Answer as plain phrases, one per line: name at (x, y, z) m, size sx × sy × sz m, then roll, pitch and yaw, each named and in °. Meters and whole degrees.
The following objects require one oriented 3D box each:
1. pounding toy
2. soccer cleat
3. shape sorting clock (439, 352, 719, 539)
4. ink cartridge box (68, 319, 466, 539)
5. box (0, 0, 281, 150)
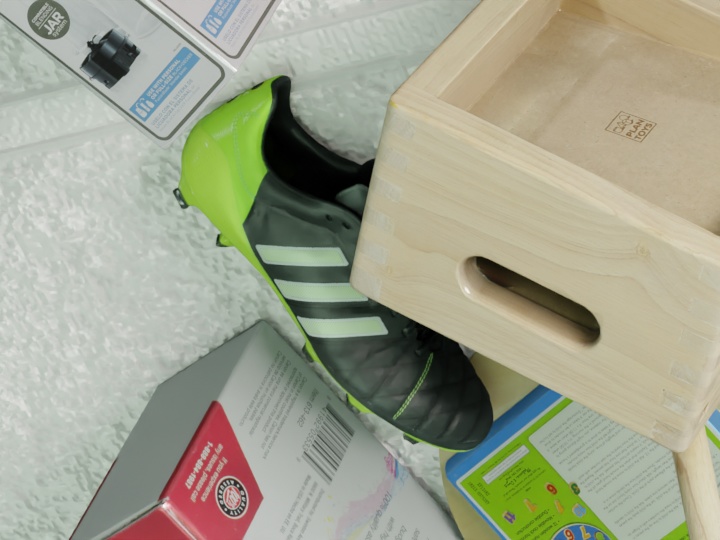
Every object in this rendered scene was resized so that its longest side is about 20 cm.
pounding toy at (0.113, -0.005, 1.147) m, size 0.199 × 0.184 × 0.143 m, roll 27°, pitch 134°, yaw 15°
soccer cleat at (0.000, 0.000, 1.289) m, size 0.081 × 0.068 × 0.200 m, roll -37°, pitch 100°, yaw 33°
shape sorting clock at (0.131, 0.102, 1.332) m, size 0.199 × 0.039 × 0.201 m, roll 13°, pitch 120°, yaw 23°
ink cartridge box at (-0.030, 0.150, 1.355) m, size 0.083 × 0.146 × 0.200 m, roll -32°, pitch 109°, yaw 35°
box at (-0.125, -0.159, 1.192) m, size 0.200 × 0.117 × 0.060 m, roll 39°, pitch 131°, yaw -8°
